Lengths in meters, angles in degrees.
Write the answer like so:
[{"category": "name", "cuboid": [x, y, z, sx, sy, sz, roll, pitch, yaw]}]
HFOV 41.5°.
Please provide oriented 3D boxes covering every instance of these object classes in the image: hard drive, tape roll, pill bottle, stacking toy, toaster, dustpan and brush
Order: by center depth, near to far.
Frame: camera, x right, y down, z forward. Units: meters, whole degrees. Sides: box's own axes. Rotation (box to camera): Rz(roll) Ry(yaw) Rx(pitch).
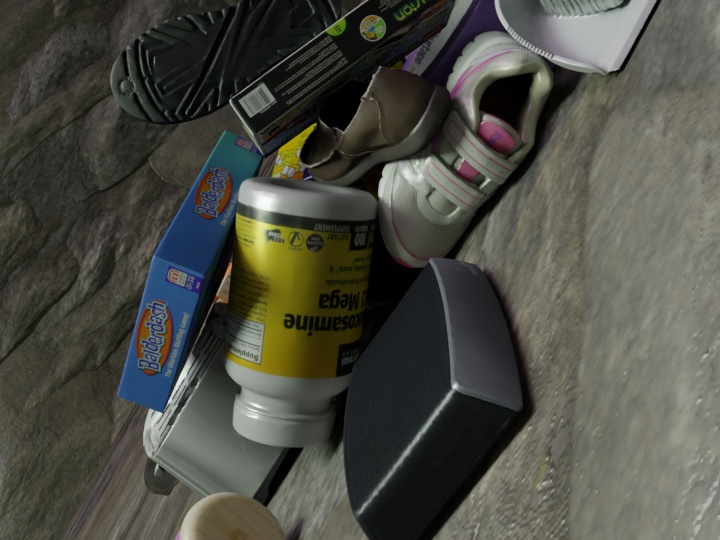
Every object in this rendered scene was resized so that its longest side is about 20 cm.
[{"category": "hard drive", "cuboid": [0.037, 0.072, 0.592, 0.136, 0.042, 0.200, -55, 13, 18]}, {"category": "dustpan and brush", "cuboid": [0.132, -0.220, 0.709, 0.199, 0.057, 0.141, 19, 78, 56]}, {"category": "stacking toy", "cuboid": [-0.134, 0.263, 0.752, 0.201, 0.085, 0.086, -55, 12, 36]}, {"category": "pill bottle", "cuboid": [-0.052, 0.032, 0.765, 0.112, 0.111, 0.203, -122, 38, -77]}, {"category": "tape roll", "cuboid": [0.110, -0.202, 0.864, 0.201, 0.084, 0.200, -54, 13, 19]}, {"category": "toaster", "cuboid": [-0.114, 0.119, 0.884, 0.201, 0.128, 0.114, -58, 13, 3]}]

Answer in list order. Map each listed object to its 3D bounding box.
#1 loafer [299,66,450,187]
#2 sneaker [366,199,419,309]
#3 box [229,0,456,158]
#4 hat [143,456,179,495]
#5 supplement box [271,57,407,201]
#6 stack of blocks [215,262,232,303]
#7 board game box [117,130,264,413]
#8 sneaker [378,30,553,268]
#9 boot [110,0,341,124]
[{"category": "loafer", "cuboid": [-0.003, -0.123, 0.762, 0.199, 0.071, 0.074, -16, 45, 61]}, {"category": "sneaker", "cuboid": [0.000, 0.000, 0.850, 0.200, 0.071, 0.080, -42, 18, 55]}, {"category": "box", "cuboid": [-0.012, -0.172, 0.775, 0.199, 0.035, 0.110, -36, -2, -2]}, {"category": "hat", "cuboid": [-0.162, 0.177, 1.067, 0.201, 0.080, 0.202, -49, 23, 30]}, {"category": "supplement box", "cuboid": [-0.005, -0.126, 0.951, 0.108, 0.109, 0.202, -20, 42, 32]}, {"category": "stack of blocks", "cuboid": [-0.146, 0.067, 1.177, 0.200, 0.114, 0.059, -40, 21, 58]}, {"category": "board game box", "cuboid": [-0.140, -0.004, 0.804, 0.201, 0.044, 0.153, -75, 7, -55]}, {"category": "sneaker", "cuboid": [0.080, -0.092, 0.727, 0.202, 0.081, 0.088, -64, 16, 3]}, {"category": "boot", "cuboid": [-0.106, -0.173, 0.808, 0.199, 0.077, 0.168, -29, 1, -6]}]
